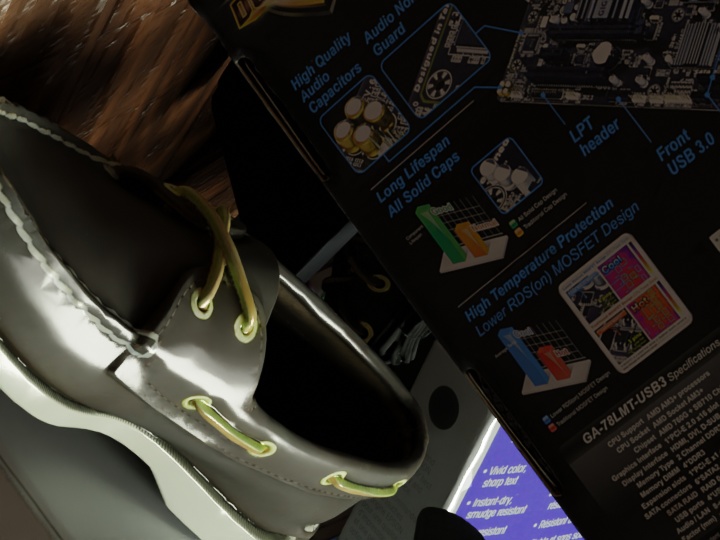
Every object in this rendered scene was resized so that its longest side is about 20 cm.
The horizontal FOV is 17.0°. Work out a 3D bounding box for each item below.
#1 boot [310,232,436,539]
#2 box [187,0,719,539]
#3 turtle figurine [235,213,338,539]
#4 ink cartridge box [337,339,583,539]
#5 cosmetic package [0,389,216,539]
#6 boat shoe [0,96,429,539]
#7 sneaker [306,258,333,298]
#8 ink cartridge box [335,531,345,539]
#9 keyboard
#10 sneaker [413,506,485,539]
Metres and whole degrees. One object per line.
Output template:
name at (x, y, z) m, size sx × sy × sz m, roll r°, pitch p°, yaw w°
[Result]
boot at (0.000, 0.000, 0.810) m, size 0.199 × 0.073 × 0.151 m, roll -29°, pitch 133°, yaw -5°
box at (0.082, -0.058, 0.521) m, size 0.200 × 0.199 × 0.050 m, roll -40°, pitch 172°, yaw 25°
turtle figurine at (-0.095, 0.048, 0.941) m, size 0.193 × 0.201 × 0.144 m, roll -14°, pitch -158°, yaw -6°
ink cartridge box at (0.082, 0.066, 0.839) m, size 0.198 × 0.043 × 0.201 m, roll -2°, pitch 128°, yaw -48°
cosmetic package at (-0.141, 0.087, 0.700) m, size 0.200 × 0.123 × 0.199 m, roll -38°, pitch 175°, yaw 14°
boat shoe at (-0.046, 0.010, 0.596) m, size 0.060 × 0.072 × 0.201 m, roll -21°, pitch 147°, yaw 15°
sneaker at (-0.039, 0.024, 1.166) m, size 0.199 × 0.075 × 0.088 m, roll -23°, pitch -150°, yaw 5°
ink cartridge box at (-0.072, 0.167, 0.857) m, size 0.162 × 0.050 × 0.201 m, roll -28°, pitch 145°, yaw -31°
keyboard at (0.012, -0.038, 0.652) m, size 0.020 × 0.128 × 0.200 m, roll -6°, pitch 161°, yaw -26°
sneaker at (-0.035, 0.129, 0.734) m, size 0.199 × 0.088 × 0.074 m, roll -19°, pitch 148°, yaw 2°
